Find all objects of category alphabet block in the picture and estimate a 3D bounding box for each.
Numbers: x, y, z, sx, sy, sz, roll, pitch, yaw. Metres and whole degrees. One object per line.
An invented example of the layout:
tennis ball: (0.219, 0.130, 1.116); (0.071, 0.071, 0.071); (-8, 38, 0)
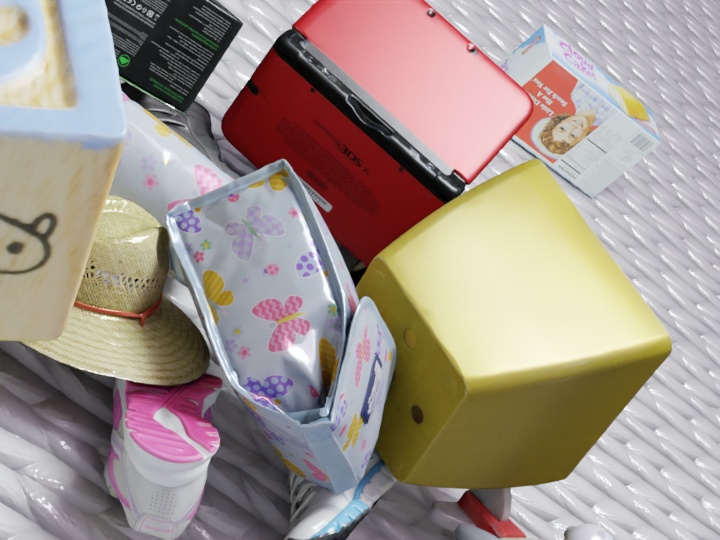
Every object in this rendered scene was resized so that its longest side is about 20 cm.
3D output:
alphabet block: (-0.270, -0.091, 1.143); (0.194, 0.200, 0.197); (3, 50, -21)

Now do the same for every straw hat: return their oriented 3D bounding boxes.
straw hat: (-0.180, -0.005, 1.286); (0.200, 0.085, 0.201); (24, 19, -9)

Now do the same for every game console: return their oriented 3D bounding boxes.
game console: (0.013, -0.130, 1.537); (0.200, 0.172, 0.119); (42, 36, 3)

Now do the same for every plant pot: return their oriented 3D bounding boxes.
plant pot: (0.089, 0.061, 1.433); (0.176, 0.200, 0.200); (-15, 60, -37)

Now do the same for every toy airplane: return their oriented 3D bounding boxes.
toy airplane: (0.148, 0.243, 1.483); (0.199, 0.141, 0.200); (43, 30, -13)

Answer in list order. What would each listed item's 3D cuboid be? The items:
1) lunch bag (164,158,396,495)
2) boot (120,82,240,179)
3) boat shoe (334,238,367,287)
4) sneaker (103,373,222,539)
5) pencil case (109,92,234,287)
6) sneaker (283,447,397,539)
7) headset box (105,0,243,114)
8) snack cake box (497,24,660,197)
lunch bag: (-0.045, 0.050, 1.305); (0.170, 0.127, 0.201); (67, 2, -65)
boot: (-0.124, -0.088, 1.554); (0.200, 0.070, 0.132); (32, 28, -39)
boat shoe: (0.000, 0.000, 1.582); (0.073, 0.065, 0.201); (6, 67, -44)
sneaker: (-0.145, 0.123, 1.273); (0.081, 0.089, 0.200); (14, 16, -7)
pencil case: (-0.176, -0.076, 1.412); (0.200, 0.091, 0.083); (39, 8, -2)
sneaker: (-0.033, 0.170, 1.395); (0.087, 0.075, 0.200); (43, 22, 3)
headset box: (-0.217, -0.236, 1.492); (0.174, 0.093, 0.200); (31, 8, -33)
snack cake box: (0.248, -0.187, 2.151); (0.200, 0.115, 0.067); (33, 33, -30)
